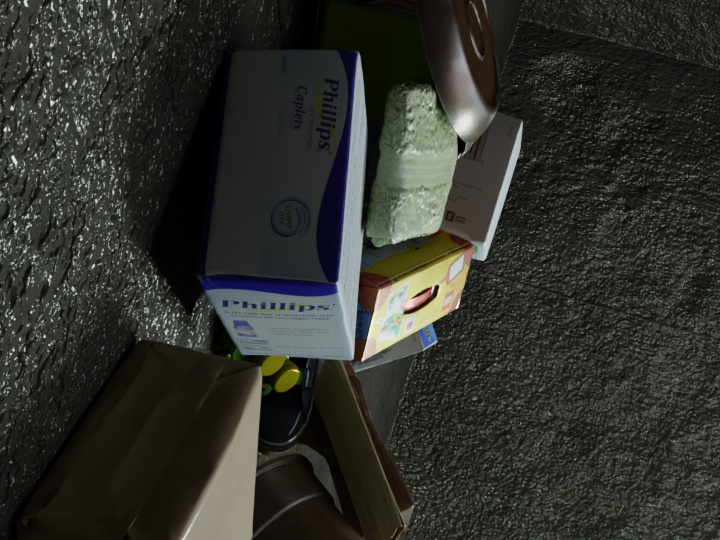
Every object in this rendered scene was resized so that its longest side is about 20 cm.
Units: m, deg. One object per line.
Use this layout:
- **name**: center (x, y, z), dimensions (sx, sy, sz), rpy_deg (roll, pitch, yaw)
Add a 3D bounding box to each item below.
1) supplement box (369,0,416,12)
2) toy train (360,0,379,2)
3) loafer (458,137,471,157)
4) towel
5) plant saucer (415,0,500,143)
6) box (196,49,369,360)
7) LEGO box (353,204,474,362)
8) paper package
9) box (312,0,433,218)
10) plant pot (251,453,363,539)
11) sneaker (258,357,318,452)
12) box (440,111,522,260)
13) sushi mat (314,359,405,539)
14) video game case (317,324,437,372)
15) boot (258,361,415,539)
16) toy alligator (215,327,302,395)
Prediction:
- **supplement box**: center (0.020, -0.223, 1.178), dimensions (0.201, 0.084, 0.112), rpy_deg (-63, 166, -54)
- **toy train**: center (0.024, -0.328, 1.060), dimensions (0.115, 0.084, 0.200), rpy_deg (-65, 176, 20)
- **loafer**: center (0.107, -0.203, 1.171), dimensions (0.202, 0.074, 0.070), rpy_deg (82, 13, -45)
- **towel**: center (0.056, -0.100, 0.985), dimensions (0.200, 0.036, 0.151), rpy_deg (-16, 117, -70)
- **plant saucer**: center (0.095, -0.222, 1.001), dimensions (0.200, 0.032, 0.204), rpy_deg (-12, 90, -71)
- **box**: center (-0.052, -0.045, 0.851), dimensions (0.200, 0.103, 0.187), rpy_deg (83, 11, -70)
- **LEGO box**: center (0.000, 0.000, 1.053), dimensions (0.199, 0.147, 0.078), rpy_deg (-22, 131, -56)
- **paper package**: center (-0.146, 0.183, 0.759), dimensions (0.192, 0.102, 0.202), rpy_deg (-64, 166, -49)
- **box**: center (0.003, -0.155, 1.051), dimensions (0.048, 0.120, 0.203), rpy_deg (-110, -150, -65)
- **plant pot**: center (-0.057, 0.322, 1.040), dimensions (0.199, 0.198, 0.202), rpy_deg (-37, 150, -25)
- **sneaker**: center (-0.078, 0.082, 1.115), dimensions (0.080, 0.077, 0.203), rpy_deg (102, -4, -57)
- **box**: center (0.130, -0.146, 1.649), dimensions (0.171, 0.196, 0.203), rpy_deg (41, 67, -81)
- **sushi mat**: center (-0.006, 0.187, 1.099), dimensions (0.202, 0.012, 0.096), rpy_deg (68, -30, 26)
- **video game case**: center (-0.002, 0.099, 1.321), dimensions (0.200, 0.178, 0.046), rpy_deg (9, 62, -82)
- **boot**: center (-0.032, 0.231, 1.188), dimensions (0.064, 0.202, 0.186), rpy_deg (-1, 145, -44)
- **toy alligator**: center (-0.108, 0.072, 0.994), dimensions (0.054, 0.059, 0.201), rpy_deg (-40, 146, -6)
